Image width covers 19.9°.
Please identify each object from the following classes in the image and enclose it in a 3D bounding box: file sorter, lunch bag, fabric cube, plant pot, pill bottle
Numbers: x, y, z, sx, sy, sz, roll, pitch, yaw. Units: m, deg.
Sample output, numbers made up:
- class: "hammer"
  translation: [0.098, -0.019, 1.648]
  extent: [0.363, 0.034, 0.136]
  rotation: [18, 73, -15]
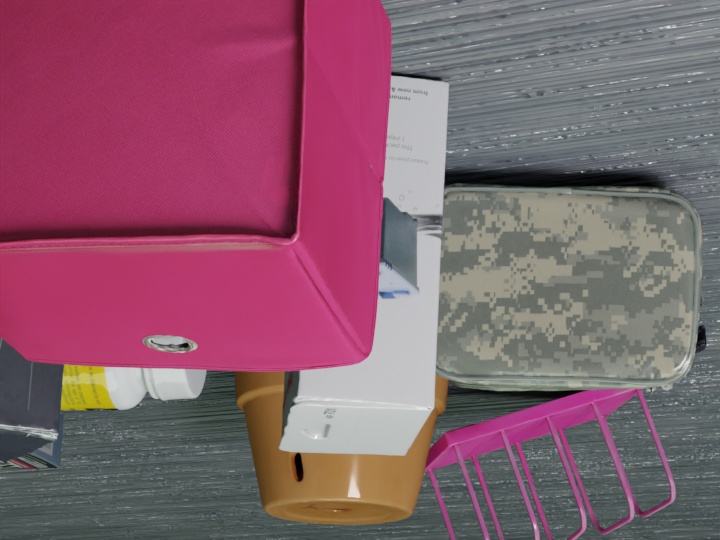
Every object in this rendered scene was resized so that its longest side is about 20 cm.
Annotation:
- class: "file sorter"
  translation: [0.177, 0.195, 1.919]
  extent: [0.199, 0.126, 0.139]
  rotation: [-16, 167, -13]
- class: "lunch bag"
  translation: [0.139, 0.013, 1.402]
  extent: [0.199, 0.140, 0.168]
  rotation: [0, 180, 6]
- class: "fabric cube"
  translation: [-0.098, -0.072, 1.000]
  extent: [0.195, 0.201, 0.199]
  rotation: [0, 163, 10]
- class: "plant pot"
  translation: [-0.018, 0.153, 1.873]
  extent: [0.199, 0.141, 0.200]
  rotation: [1, 165, 0]
- class: "pill bottle"
  translation: [-0.224, 0.052, 1.590]
  extent: [0.199, 0.115, 0.114]
  rotation: [0, 164, 8]

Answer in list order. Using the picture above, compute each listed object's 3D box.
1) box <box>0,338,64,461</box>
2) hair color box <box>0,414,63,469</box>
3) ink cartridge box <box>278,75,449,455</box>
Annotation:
- class: "box"
  translation: [-0.290, 0.005, 1.284]
  extent: [0.196, 0.201, 0.124]
  rotation: [9, 164, -22]
- class: "hair color box"
  translation: [-0.417, 0.168, 2.106]
  extent: [0.199, 0.061, 0.099]
  rotation: [-2, 164, 15]
- class: "ink cartridge box"
  translation: [0.000, 0.000, 1.234]
  extent: [0.085, 0.201, 0.146]
  rotation: [3, 164, -5]
